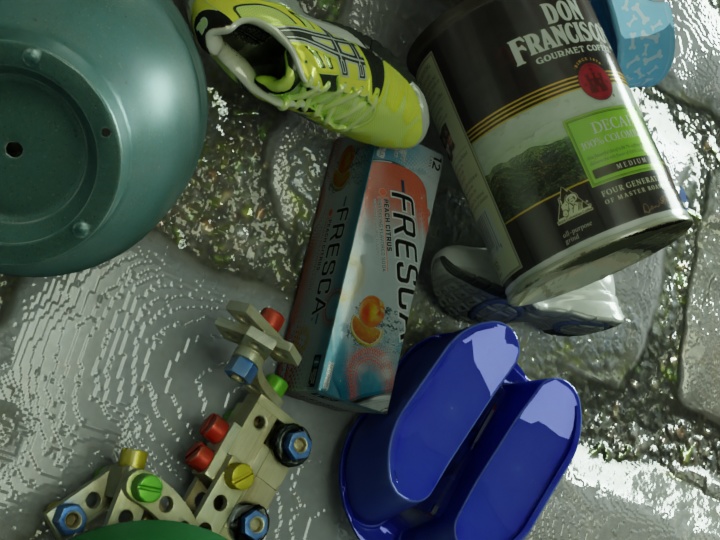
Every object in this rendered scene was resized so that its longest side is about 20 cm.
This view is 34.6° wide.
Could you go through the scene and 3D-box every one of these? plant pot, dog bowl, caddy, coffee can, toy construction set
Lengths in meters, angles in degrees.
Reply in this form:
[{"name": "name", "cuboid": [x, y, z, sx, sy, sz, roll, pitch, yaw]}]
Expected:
[{"name": "plant pot", "cuboid": [-0.185, -0.081, 0.644, 0.198, 0.134, 0.203, -2, 110, -6]}, {"name": "dog bowl", "cuboid": [0.199, -0.246, 0.972, 0.049, 0.111, 0.202, -19, 98, -17]}, {"name": "caddy", "cuboid": [0.072, 0.133, 0.869, 0.141, 0.105, 0.200, 42, 62, -6]}, {"name": "coffee can", "cuboid": [0.137, -0.095, 0.852, 0.145, 0.146, 0.202, -14, 76, -32]}, {"name": "toy construction set", "cuboid": [-0.103, 0.120, 0.771, 0.131, 0.092, 0.201, 41, 78, -24]}]

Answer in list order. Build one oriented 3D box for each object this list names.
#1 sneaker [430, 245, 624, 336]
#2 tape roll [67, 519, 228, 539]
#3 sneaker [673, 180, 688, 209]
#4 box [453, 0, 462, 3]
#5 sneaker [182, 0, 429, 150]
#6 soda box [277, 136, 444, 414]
[{"name": "sneaker", "cuboid": [0.133, 0.001, 0.945, 0.198, 0.074, 0.088, 11, 69, -38]}, {"name": "tape roll", "cuboid": [-0.140, 0.253, 0.711, 0.198, 0.048, 0.203, -9, 115, -19]}, {"name": "sneaker", "cuboid": [0.211, -0.101, 0.988, 0.198, 0.075, 0.089, 17, 78, -31]}, {"name": "box", "cuboid": [0.101, -0.327, 0.908, 0.127, 0.108, 0.202, 20, 77, -32]}, {"name": "sneaker", "cuboid": [-0.036, -0.125, 0.757, 0.199, 0.075, 0.077, 27, 39, -29]}, {"name": "soda box", "cuboid": [0.000, 0.000, 0.848, 0.063, 0.068, 0.202, 20, 76, -30]}]
